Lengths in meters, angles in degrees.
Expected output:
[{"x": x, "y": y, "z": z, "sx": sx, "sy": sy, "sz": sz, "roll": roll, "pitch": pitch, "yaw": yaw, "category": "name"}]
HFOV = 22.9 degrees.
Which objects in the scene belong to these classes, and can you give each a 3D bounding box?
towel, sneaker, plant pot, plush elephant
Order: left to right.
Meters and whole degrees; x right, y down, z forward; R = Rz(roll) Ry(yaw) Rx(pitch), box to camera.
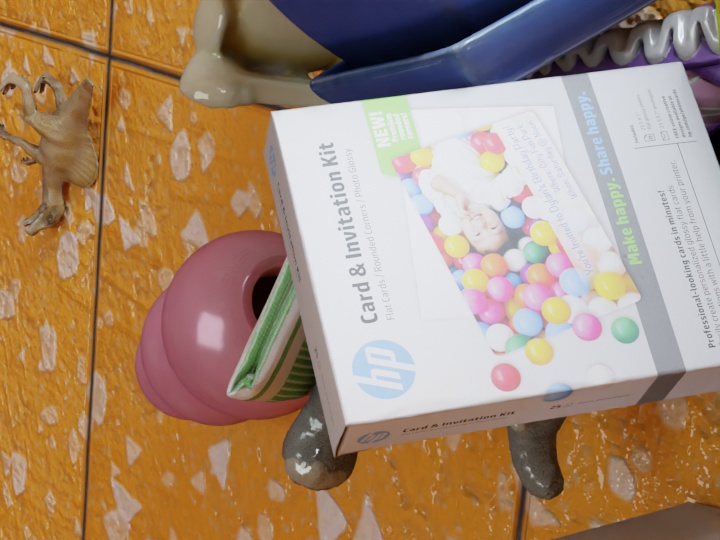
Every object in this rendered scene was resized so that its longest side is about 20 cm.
[{"x": 0.000, "y": 0.000, "z": 1.001, "sx": 0.023, "sy": 0.200, "sz": 0.153, "roll": 28, "pitch": 103, "yaw": 18, "category": "towel"}, {"x": 0.048, "y": -0.189, "z": 0.889, "sx": 0.200, "sy": 0.200, "sz": 0.180, "roll": 2, "pitch": 121, "yaw": 64, "category": "plant pot"}, {"x": 0.075, "y": 0.046, "z": 0.949, "sx": 0.155, "sy": 0.165, "sz": 0.200, "roll": 35, "pitch": 124, "yaw": 40, "category": "plush elephant"}, {"x": 0.157, "y": -0.085, "z": 0.904, "sx": 0.200, "sy": 0.080, "sz": 0.089, "roll": -7, "pitch": 97, "yaw": 51, "category": "sneaker"}]

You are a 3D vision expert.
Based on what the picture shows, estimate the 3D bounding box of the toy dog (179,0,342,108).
[{"x": -0.022, "y": -0.209, "z": 1.084, "sx": 0.194, "sy": 0.140, "sz": 0.200, "roll": -91, "pitch": 12, "yaw": -65, "category": "toy dog"}]

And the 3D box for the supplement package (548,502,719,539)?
[{"x": 0.148, "y": 0.194, "z": 0.849, "sx": 0.156, "sy": 0.200, "sz": 0.111, "roll": 10, "pitch": 102, "yaw": 51, "category": "supplement package"}]

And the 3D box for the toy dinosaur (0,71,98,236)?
[{"x": -0.240, "y": -0.116, "z": 1.424, "sx": 0.101, "sy": 0.058, "sz": 0.200, "roll": 48, "pitch": 139, "yaw": 17, "category": "toy dinosaur"}]

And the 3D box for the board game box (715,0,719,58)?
[{"x": 0.215, "y": -0.111, "z": 0.796, "sx": 0.048, "sy": 0.102, "sz": 0.200, "roll": -177, "pitch": 81, "yaw": -79, "category": "board game box"}]

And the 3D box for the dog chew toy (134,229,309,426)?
[{"x": -0.091, "y": 0.049, "z": 1.202, "sx": 0.200, "sy": 0.125, "sz": 0.125, "roll": -31, "pitch": 71, "yaw": 58, "category": "dog chew toy"}]

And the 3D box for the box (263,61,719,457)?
[{"x": 0.070, "y": -0.010, "z": 0.794, "sx": 0.041, "sy": 0.200, "sz": 0.156, "roll": 105, "pitch": 154, "yaw": -62, "category": "box"}]
